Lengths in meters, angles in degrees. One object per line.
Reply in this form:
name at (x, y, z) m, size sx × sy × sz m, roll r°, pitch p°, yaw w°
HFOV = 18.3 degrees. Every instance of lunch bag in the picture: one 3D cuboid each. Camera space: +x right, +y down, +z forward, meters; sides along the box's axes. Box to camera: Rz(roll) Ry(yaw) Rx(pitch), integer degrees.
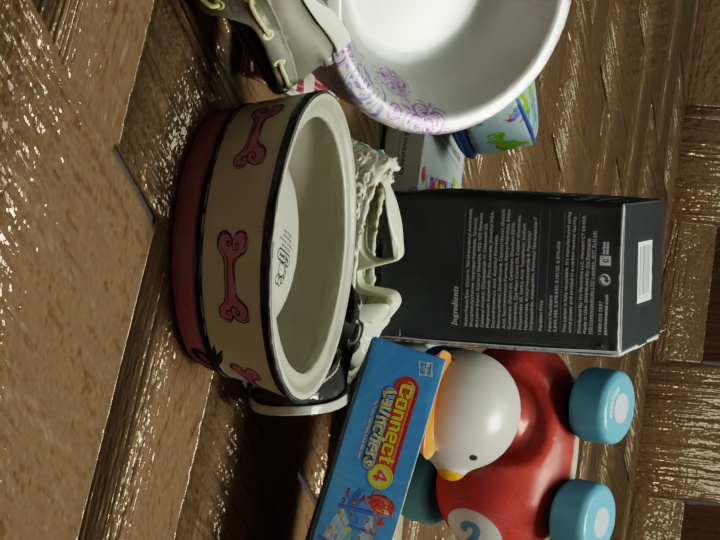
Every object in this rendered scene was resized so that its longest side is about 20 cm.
lunch bag at (0.095, -0.211, 1.904) m, size 0.161 × 0.082 × 0.201 m, roll 58°, pitch 23°, yaw -65°

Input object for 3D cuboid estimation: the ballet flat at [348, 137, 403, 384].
ballet flat at (0.000, 0.000, 1.712) m, size 0.072 × 0.071 × 0.202 m, roll -44°, pitch 137°, yaw -68°

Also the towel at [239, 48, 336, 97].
towel at (-0.046, -0.194, 1.562) m, size 0.200 × 0.023 × 0.145 m, roll 11°, pitch 81°, yaw -77°

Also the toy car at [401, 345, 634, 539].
toy car at (0.089, 0.134, 1.790) m, size 0.200 × 0.183 × 0.178 m, roll 18°, pitch 81°, yaw -56°

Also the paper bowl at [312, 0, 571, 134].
paper bowl at (0.039, -0.202, 1.526) m, size 0.104 × 0.199 × 0.202 m, roll 35°, pitch -47°, yaw 55°

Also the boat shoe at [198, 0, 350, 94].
boat shoe at (-0.073, -0.176, 1.358) m, size 0.060 × 0.072 × 0.202 m, roll -46°, pitch 144°, yaw -2°

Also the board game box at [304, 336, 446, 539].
board game box at (-0.003, 0.170, 1.608) m, size 0.200 × 0.055 × 0.197 m, roll 108°, pitch -1°, yaw -73°

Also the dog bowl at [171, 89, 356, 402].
dog bowl at (-0.062, -0.018, 1.448) m, size 0.200 × 0.073 × 0.202 m, roll 5°, pitch 90°, yaw -76°

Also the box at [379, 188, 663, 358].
box at (0.134, -0.002, 1.814) m, size 0.200 × 0.195 × 0.125 m, roll -10°, pitch 101°, yaw -74°

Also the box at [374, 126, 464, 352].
box at (0.048, -0.038, 1.931) m, size 0.156 × 0.041 × 0.202 m, roll 48°, pitch 47°, yaw -69°

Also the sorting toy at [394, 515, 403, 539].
sorting toy at (0.007, 0.185, 1.866) m, size 0.185 × 0.036 × 0.202 m, roll 20°, pitch 79°, yaw -75°

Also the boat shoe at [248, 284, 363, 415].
boat shoe at (-0.034, 0.053, 1.579) m, size 0.200 × 0.073 × 0.061 m, roll -48°, pitch 140°, yaw -72°
